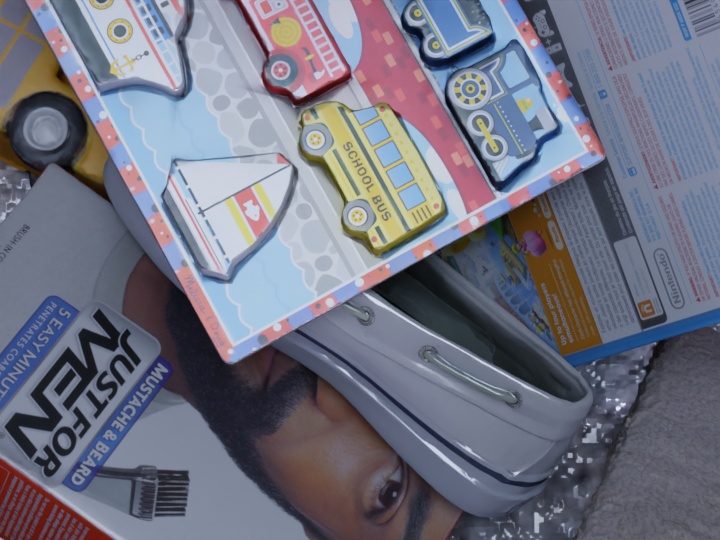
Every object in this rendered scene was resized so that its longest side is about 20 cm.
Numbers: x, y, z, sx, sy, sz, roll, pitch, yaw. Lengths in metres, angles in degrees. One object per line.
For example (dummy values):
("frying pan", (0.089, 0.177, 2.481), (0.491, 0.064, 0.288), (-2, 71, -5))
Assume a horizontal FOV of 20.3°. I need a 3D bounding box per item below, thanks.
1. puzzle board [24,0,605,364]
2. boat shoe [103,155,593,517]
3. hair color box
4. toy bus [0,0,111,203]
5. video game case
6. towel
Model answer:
("puzzle board", (-0.028, -0.089, 0.696), (0.150, 0.017, 0.200), (-28, 81, -7))
("boat shoe", (0.000, 0.000, 0.724), (0.200, 0.074, 0.067), (38, 123, 3))
("hair color box", (-0.068, 0.066, 0.733), (0.200, 0.064, 0.111), (35, 56, 0))
("toy bus", (-0.166, -0.098, 0.793), (0.199, 0.065, 0.078), (28, 77, 6))
("video game case", (0.061, -0.035, 0.728), (0.199, 0.018, 0.144), (-20, 93, 32))
("towel", (0.146, 0.093, 0.710), (0.132, 0.035, 0.200), (29, 34, 4))
